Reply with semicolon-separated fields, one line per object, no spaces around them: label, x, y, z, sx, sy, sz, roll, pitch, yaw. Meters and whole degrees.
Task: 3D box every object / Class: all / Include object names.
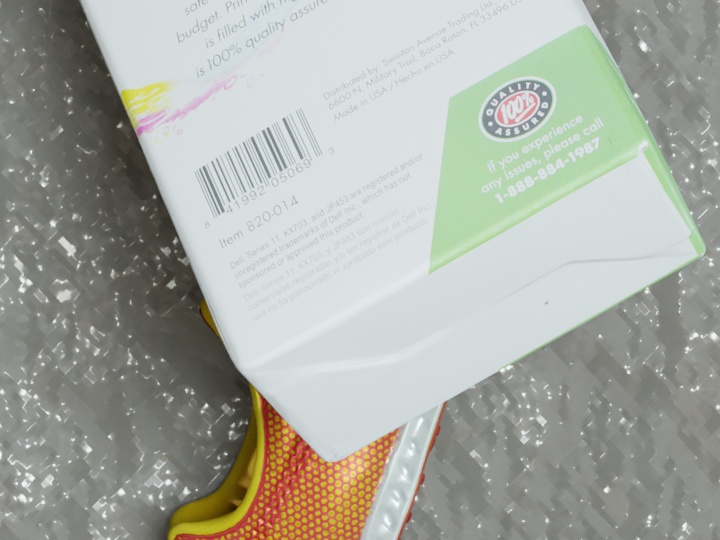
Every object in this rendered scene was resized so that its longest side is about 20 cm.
ink cartridge box;-0.006;-0.067;0.754;0.117;0.067;0.201;-29;59;8
sneaker;0.000;0.000;0.801;0.077;0.073;0.201;21;91;-4
